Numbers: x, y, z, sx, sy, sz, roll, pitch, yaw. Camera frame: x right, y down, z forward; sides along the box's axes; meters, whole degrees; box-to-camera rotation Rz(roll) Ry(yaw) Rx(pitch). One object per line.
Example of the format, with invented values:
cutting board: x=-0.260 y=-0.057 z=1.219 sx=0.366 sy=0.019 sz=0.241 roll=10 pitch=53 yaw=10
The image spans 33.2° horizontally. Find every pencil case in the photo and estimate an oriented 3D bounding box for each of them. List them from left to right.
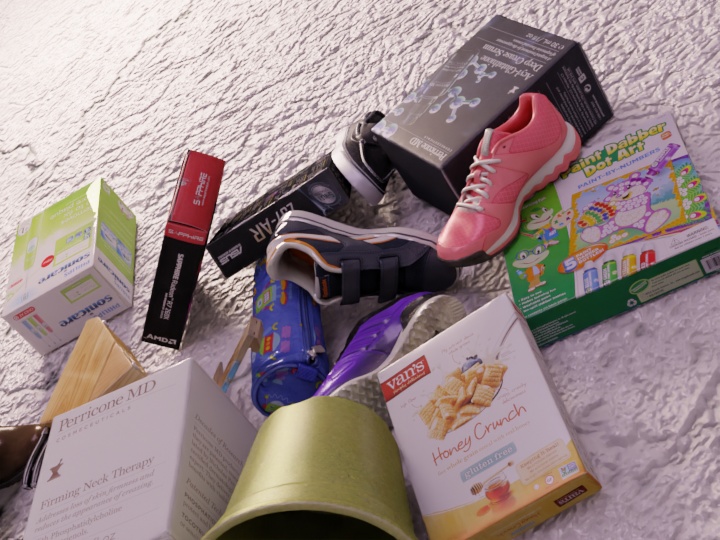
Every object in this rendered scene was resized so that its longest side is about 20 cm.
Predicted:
pencil case: x=-0.072 y=0.062 z=1.248 sx=0.087 sy=0.078 sz=0.201 roll=-47 pitch=29 yaw=29

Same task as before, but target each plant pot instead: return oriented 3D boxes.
plant pot: x=-0.032 y=0.207 z=0.982 sx=0.200 sy=0.201 sz=0.185 roll=-25 pitch=25 yaw=16

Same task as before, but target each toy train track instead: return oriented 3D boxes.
toy train track: x=-0.126 y=0.120 z=1.196 sx=0.115 sy=0.032 sz=0.200 roll=-82 pitch=15 yaw=-45

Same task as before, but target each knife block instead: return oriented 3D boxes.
knife block: x=-0.316 y=0.163 z=1.357 sx=0.175 sy=0.064 sz=0.200 roll=-41 pitch=36 yaw=-7

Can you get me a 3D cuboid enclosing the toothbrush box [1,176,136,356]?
toothbrush box: x=-0.378 y=-0.008 z=1.584 sx=0.145 sy=0.086 sz=0.201 roll=-27 pitch=38 yaw=14

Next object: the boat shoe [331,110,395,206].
boat shoe: x=0.015 y=-0.136 z=1.379 sx=0.068 sy=0.072 sz=0.200 roll=-40 pitch=15 yaw=14

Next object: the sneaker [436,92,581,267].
sneaker: x=0.129 y=-0.092 z=1.174 sx=0.074 sy=0.087 sz=0.200 roll=17 pitch=62 yaw=50

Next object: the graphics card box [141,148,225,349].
graphics card box: x=-0.202 y=-0.021 z=1.374 sx=0.126 sy=0.051 sz=0.201 roll=-85 pitch=13 yaw=-47

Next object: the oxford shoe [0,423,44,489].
oxford shoe: x=-0.440 y=0.207 z=1.397 sx=0.199 sy=0.085 sz=0.073 roll=-16 pitch=39 yaw=25

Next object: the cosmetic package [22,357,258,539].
cosmetic package: x=-0.182 y=0.225 z=1.085 sx=0.167 sy=0.167 sz=0.201 roll=-24 pitch=36 yaw=18

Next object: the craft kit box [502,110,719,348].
craft kit box: x=0.231 y=-0.042 z=1.140 sx=0.199 sy=0.049 sz=0.198 roll=-25 pitch=34 yaw=16

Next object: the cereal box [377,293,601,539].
cereal box: x=0.102 y=0.132 z=1.024 sx=0.143 sy=0.040 sz=0.201 roll=-33 pitch=45 yaw=14

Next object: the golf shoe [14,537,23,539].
golf shoe: x=-0.345 y=0.318 z=1.214 sx=0.199 sy=0.078 sz=0.095 roll=-17 pitch=77 yaw=-1

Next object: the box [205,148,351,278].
box: x=-0.087 y=-0.069 z=1.367 sx=0.160 sy=0.044 sz=0.200 roll=-32 pitch=9 yaw=6

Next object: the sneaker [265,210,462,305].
sneaker: x=0.000 y=0.000 z=1.217 sx=0.199 sy=0.079 sz=0.080 roll=10 pitch=44 yaw=13

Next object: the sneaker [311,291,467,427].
sneaker: x=0.009 y=0.094 z=1.163 sx=0.200 sy=0.070 sz=0.099 roll=-42 pitch=29 yaw=-14

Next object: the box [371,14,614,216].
box: x=0.140 y=-0.159 z=1.292 sx=0.200 sy=0.107 sz=0.148 roll=-44 pitch=36 yaw=-8
